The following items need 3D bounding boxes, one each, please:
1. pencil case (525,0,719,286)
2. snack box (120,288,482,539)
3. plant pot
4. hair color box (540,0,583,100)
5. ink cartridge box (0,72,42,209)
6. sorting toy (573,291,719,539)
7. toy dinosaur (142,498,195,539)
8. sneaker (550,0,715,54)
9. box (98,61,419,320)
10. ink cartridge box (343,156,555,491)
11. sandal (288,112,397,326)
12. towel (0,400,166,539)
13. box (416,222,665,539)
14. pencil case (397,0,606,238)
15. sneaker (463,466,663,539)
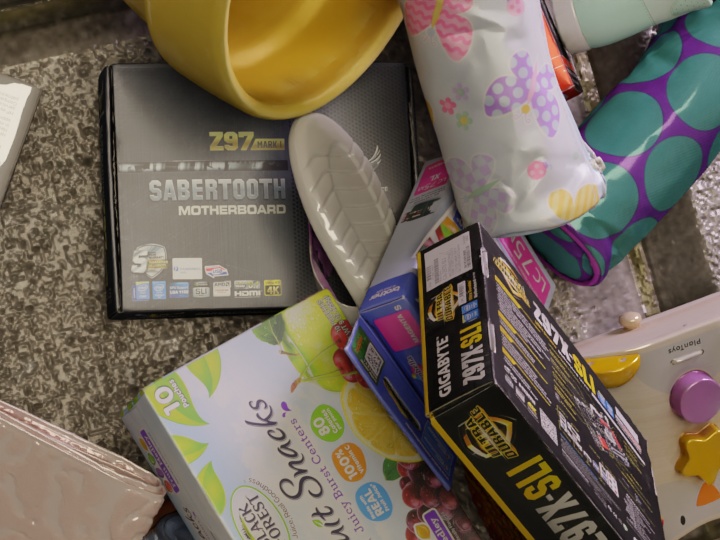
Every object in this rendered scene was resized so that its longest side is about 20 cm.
[{"bbox_3d":[0.181,-0.087,1.493,0.092,0.085,0.200,33,74,33],"label":"pencil case"},{"bbox_3d":[-0.029,0.130,1.344,0.142,0.053,0.200,-29,84,-29],"label":"snack box"},{"bbox_3d":[-0.084,-0.218,1.385,0.189,0.201,0.201,30,74,29],"label":"plant pot"},{"bbox_3d":[0.075,-0.196,1.469,0.061,0.102,0.200,-24,89,9],"label":"hair color box"},{"bbox_3d":[-0.295,-0.036,1.376,0.146,0.086,0.200,20,80,-9],"label":"ink cartridge box"},{"bbox_3d":[0.209,0.112,1.480,0.200,0.107,0.180,-19,106,-15],"label":"sorting toy"},{"bbox_3d":[-0.099,0.164,1.420,0.181,0.105,0.200,1,48,-4],"label":"toy dinosaur"},{"bbox_3d":[0.177,-0.243,1.486,0.118,0.074,0.201,-12,68,16],"label":"sneaker"},{"bbox_3d":[-0.064,-0.051,1.448,0.200,0.051,0.158,-1,83,-15],"label":"box"},{"bbox_3d":[0.059,0.027,1.397,0.119,0.042,0.200,56,34,-22],"label":"ink cartridge box"},{"bbox_3d":[-0.003,0.002,1.403,0.050,0.082,0.203,-24,94,29],"label":"sandal"},{"bbox_3d":[-0.240,0.162,1.342,0.191,0.032,0.200,29,110,-6],"label":"towel"},{"bbox_3d":[0.106,0.092,1.311,0.049,0.160,0.200,-30,120,16],"label":"box"},{"bbox_3d":[0.081,-0.118,1.370,0.091,0.083,0.200,-12,104,27],"label":"pencil case"},{"bbox_3d":[0.142,0.168,1.427,0.077,0.073,0.200,-32,53,-27],"label":"sneaker"}]
